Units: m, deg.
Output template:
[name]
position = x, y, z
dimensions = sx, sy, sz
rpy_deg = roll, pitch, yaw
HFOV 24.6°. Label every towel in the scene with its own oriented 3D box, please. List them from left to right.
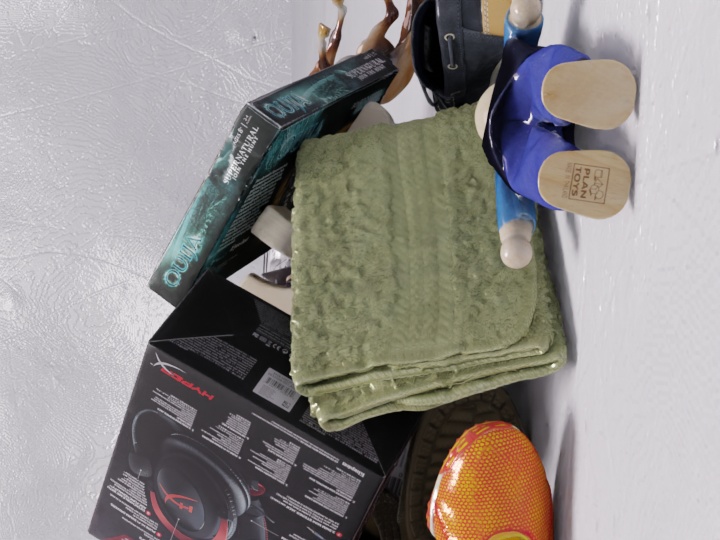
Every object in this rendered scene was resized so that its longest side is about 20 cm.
[towel]
position = 0.031, -0.008, 0.906
dimensions = 0.037, 0.148, 0.201
rpy_deg = 69, -167, -49

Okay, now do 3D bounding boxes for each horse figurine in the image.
[horse figurine]
position = 0.000, -0.166, 1.293
dimensions = 0.200, 0.050, 0.133
rpy_deg = -36, -31, -41

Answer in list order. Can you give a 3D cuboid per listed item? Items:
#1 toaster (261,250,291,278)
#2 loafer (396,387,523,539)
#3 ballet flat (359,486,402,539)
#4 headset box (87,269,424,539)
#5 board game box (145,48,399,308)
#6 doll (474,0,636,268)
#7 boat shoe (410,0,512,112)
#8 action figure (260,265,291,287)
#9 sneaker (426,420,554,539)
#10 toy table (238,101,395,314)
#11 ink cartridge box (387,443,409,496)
[toaster]
position = -0.020, 0.007, 1.440
dimensions = 0.114, 0.128, 0.201
rpy_deg = -96, 8, -50
[loafer]
position = 0.055, 0.150, 0.977
dimensions = 0.067, 0.076, 0.201
rpy_deg = -123, 33, -68
[ballet flat]
position = -0.023, 0.133, 1.028
dimensions = 0.200, 0.067, 0.046
rpy_deg = 56, -134, -19
[headset box]
position = -0.066, 0.120, 0.956
dimensions = 0.075, 0.148, 0.200
rpy_deg = -55, -9, -47
[board game box]
position = -0.050, -0.062, 1.031
dimensions = 0.136, 0.028, 0.200
rpy_deg = -59, -9, 25
[doll]
position = 0.086, -0.068, 0.819
dimensions = 0.200, 0.048, 0.137
rpy_deg = -122, 34, -78
[boat shoe]
position = 0.060, -0.138, 1.010
dimensions = 0.200, 0.062, 0.075
rpy_deg = 115, 153, -79
[action figure]
position = -0.004, 0.017, 1.282
dimensions = 0.200, 0.130, 0.070
rpy_deg = 0, 110, 67
[sneaker]
position = 0.080, 0.174, 0.859
dimensions = 0.077, 0.073, 0.201
rpy_deg = -145, 47, -64
[toy table]
position = 0.000, 0.000, 1.044
dimensions = 0.184, 0.117, 0.200
rpy_deg = -54, -6, -6
[ink cartridge box]
position = -0.008, 0.127, 1.179
dimensions = 0.200, 0.147, 0.076
rpy_deg = 142, 146, -83
